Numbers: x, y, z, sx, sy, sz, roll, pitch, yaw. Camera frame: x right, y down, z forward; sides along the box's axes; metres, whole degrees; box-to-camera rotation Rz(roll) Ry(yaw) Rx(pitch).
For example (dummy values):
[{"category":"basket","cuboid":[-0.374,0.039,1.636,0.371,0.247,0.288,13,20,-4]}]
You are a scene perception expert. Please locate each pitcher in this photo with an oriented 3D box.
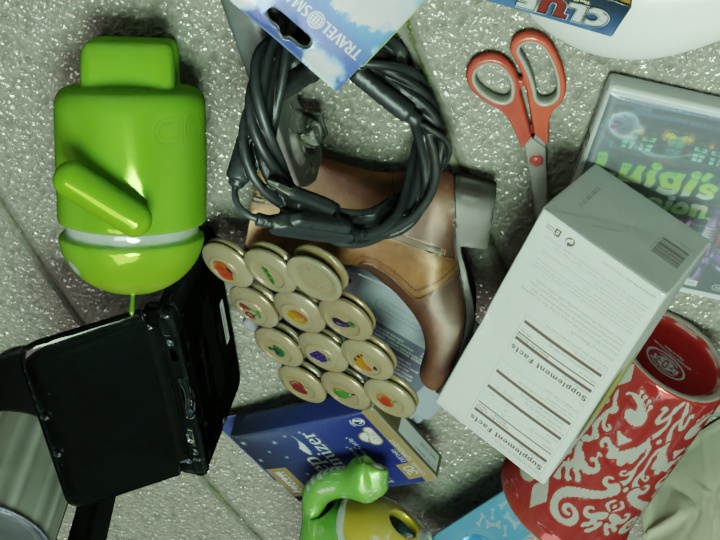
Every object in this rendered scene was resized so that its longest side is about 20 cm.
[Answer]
[{"category":"pitcher","cuboid":[0.220,-0.203,0.879,0.197,0.171,0.123,7,110,30]}]

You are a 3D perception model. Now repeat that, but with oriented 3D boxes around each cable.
[{"category":"cable","cuboid":[-0.011,-0.101,0.992,0.198,0.166,0.050,5,178,-40]}]

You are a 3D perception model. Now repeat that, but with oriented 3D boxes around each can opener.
[{"category":"can opener","cuboid":[-0.077,-0.151,0.999,0.066,0.054,0.202,-2,123,29]}]

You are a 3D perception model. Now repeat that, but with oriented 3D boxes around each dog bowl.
[{"category":"dog bowl","cuboid":[0.128,0.252,1.310,0.200,0.111,0.050,-41,73,35]}]

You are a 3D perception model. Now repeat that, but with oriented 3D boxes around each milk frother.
[{"category":"milk frother","cuboid":[-0.268,0.171,1.237,0.179,0.190,0.200,33,128,-21]}]

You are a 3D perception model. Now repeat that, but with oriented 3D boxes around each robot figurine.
[{"category":"robot figurine","cuboid":[-0.174,-0.074,1.026,0.114,0.176,0.203,0,104,-5]}]

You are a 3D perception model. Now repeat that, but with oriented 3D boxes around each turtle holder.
[{"category":"turtle holder","cuboid":[0.002,0.263,1.271,0.130,0.141,0.189,0,89,15]}]

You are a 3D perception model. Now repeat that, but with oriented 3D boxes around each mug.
[{"category":"mug","cuboid":[0.205,0.133,1.174,0.175,0.134,0.201,19,129,-12]}]

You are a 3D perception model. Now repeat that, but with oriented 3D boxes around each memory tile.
[{"category":"memory tile","cuboid":[-0.041,0.051,1.122,0.152,0.017,0.201,6,139,38]}]

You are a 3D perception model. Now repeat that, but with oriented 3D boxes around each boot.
[{"category":"boot","cuboid":[0.000,0.000,1.097,0.197,0.069,0.191,8,115,1]}]

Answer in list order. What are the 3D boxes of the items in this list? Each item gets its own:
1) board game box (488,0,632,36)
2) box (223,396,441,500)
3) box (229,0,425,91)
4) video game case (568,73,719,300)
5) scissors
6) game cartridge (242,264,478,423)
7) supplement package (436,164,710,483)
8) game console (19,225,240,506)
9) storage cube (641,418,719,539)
[{"category":"board game box","cuboid":[0.104,-0.248,0.800,0.133,0.203,0.035,15,156,-5]},{"category":"box","cuboid":[-0.036,0.170,1.282,0.198,0.033,0.121,-13,134,33]},{"category":"box","cuboid":[0.008,-0.233,0.899,0.121,0.048,0.200,37,112,-23]},{"category":"video game case","cuboid":[0.264,-0.056,1.065,0.197,0.024,0.183,12,132,-2]},{"category":"scissors","cuboid":[0.142,-0.098,1.052,0.072,0.014,0.201,-15,126,18]},{"category":"game cartridge","cuboid":[0.011,0.053,1.193,0.199,0.041,0.133,31,132,-19]},{"category":"supplement package","cuboid":[0.161,0.042,1.040,0.109,0.114,0.202,36,126,14]},{"category":"game console","cuboid":[-0.189,0.083,1.162,0.115,0.177,0.202,6,133,12]},{"category":"storage cube","cuboid":[0.373,0.250,1.223,0.179,0.172,0.199,36,128,-22]}]
